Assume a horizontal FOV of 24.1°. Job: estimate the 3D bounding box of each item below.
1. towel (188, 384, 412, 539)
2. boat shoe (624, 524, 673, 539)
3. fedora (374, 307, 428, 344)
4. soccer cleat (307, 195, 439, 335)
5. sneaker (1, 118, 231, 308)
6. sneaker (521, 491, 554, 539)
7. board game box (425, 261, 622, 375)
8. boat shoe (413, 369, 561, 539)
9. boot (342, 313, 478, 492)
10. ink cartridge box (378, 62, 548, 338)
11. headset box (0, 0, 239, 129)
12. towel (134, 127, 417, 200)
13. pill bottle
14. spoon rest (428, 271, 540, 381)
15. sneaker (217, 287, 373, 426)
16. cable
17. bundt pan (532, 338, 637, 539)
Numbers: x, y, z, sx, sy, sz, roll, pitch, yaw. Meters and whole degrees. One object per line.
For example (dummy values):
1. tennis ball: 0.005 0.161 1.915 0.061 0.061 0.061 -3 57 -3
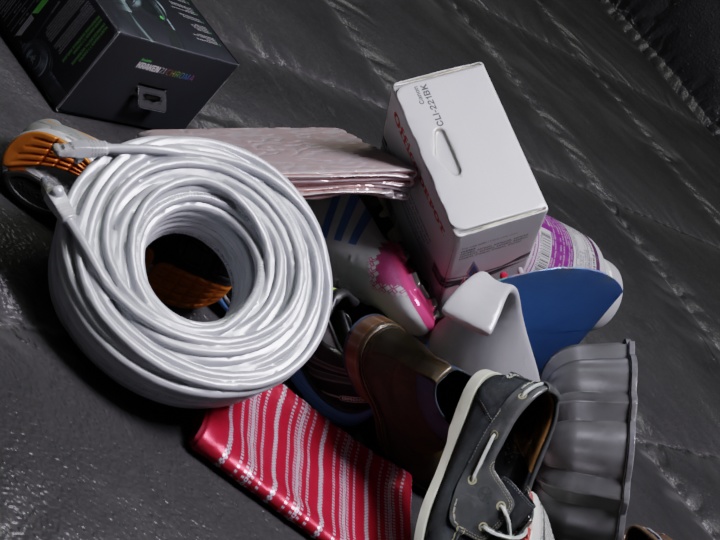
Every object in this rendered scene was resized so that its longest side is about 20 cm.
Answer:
1. towel: -0.038 0.140 1.225 0.200 0.022 0.145 38 22 -15
2. boat shoe: 0.251 0.279 1.436 0.072 0.072 0.200 36 11 -6
3. fedora: 0.094 0.039 1.537 0.176 0.090 0.200 26 21 -49
4. soccer cleat: 0.000 0.000 1.388 0.070 0.086 0.200 57 3 -39
5. sneaker: -0.175 -0.053 1.275 0.200 0.076 0.092 38 17 -18
6. sneaker: 0.124 0.247 1.261 0.082 0.078 0.201 41 28 -25
7. board game box: 0.120 0.038 1.394 0.157 0.200 0.039 -3 58 -25
8. boat shoe: 0.087 0.168 1.187 0.067 0.201 0.072 8 -19 36
9. boot: 0.063 0.124 1.280 0.097 0.075 0.200 24 -26 49
10. ink cartridge box: 0.077 -0.055 1.401 0.200 0.083 0.145 100 -29 -64
11. headset box: -0.224 -0.219 1.469 0.200 0.093 0.174 53 22 22
12. towel: -0.074 -0.085 1.374 0.189 0.033 0.200 -2 15 -20
13. pill bottle: 0.189 0.000 1.783 0.199 0.112 0.113 23 28 -44
14. spoon rest: 0.095 0.055 1.279 0.099 0.061 0.200 27 -19 14
15. sneaker: -0.048 0.030 1.329 0.200 0.083 0.071 46 20 7
16. cable: -0.118 0.001 1.171 0.199 0.069 0.201 -9 70 -30
17. bundt pan: 0.178 0.152 1.394 0.075 0.204 0.202 6 24 2
